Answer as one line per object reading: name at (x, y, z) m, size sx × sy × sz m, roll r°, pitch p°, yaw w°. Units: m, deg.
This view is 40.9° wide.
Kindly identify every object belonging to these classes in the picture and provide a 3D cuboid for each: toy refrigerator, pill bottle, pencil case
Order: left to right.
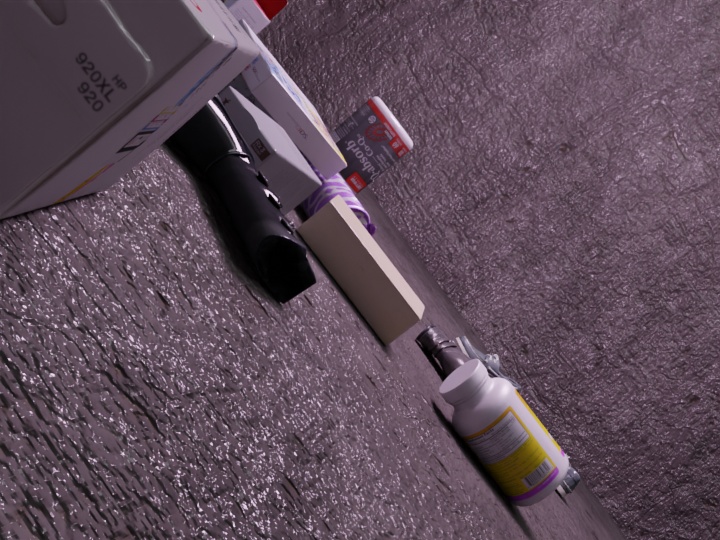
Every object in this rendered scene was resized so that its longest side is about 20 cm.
pencil case at (-0.051, -0.113, 1.472) m, size 0.084 × 0.085 × 0.201 m, roll 10°, pitch 33°, yaw -31°
pill bottle at (-0.013, -0.206, 1.732) m, size 0.116 × 0.199 × 0.116 m, roll 50°, pitch 6°, yaw -7°
toy refrigerator at (0.000, 0.000, 1.330) m, size 0.201 × 0.070 × 0.076 m, roll 52°, pitch 13°, yaw -4°
pill bottle at (0.198, 0.225, 1.361) m, size 0.201 × 0.104 × 0.104 m, roll 52°, pitch 6°, yaw -8°

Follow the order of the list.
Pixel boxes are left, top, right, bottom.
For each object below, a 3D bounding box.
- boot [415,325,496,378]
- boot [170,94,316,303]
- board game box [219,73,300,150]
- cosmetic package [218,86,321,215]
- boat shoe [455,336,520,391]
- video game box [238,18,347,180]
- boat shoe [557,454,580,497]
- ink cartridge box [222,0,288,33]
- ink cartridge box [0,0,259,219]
boot at (0.174, 0.164, 1.707) m, size 0.132 × 0.070 × 0.200 m, roll 50°, pitch 0°, yaw 29°
boot at (-0.125, -0.081, 0.924) m, size 0.165 × 0.065 × 0.201 m, roll 43°, pitch 16°, yaw -49°
board game box at (-0.183, -0.263, 1.450) m, size 0.200 × 0.064 × 0.148 m, roll 47°, pitch 8°, yaw -37°
cosmetic package at (-0.123, -0.139, 1.173) m, size 0.102 × 0.074 × 0.200 m, roll 54°, pitch 8°, yaw 14°
boat shoe at (0.287, 0.214, 2.165) m, size 0.201 × 0.061 × 0.073 m, roll 51°, pitch 6°, yaw -16°
video game box at (-0.111, -0.251, 1.425) m, size 0.200 × 0.047 × 0.183 m, roll 48°, pitch 8°, yaw -41°
boat shoe at (0.451, 0.447, 2.159) m, size 0.073 × 0.062 × 0.200 m, roll 52°, pitch 7°, yaw -1°
ink cartridge box at (-0.244, -0.483, 1.685) m, size 0.201 × 0.175 × 0.084 m, roll 56°, pitch 8°, yaw 37°
ink cartridge box at (-0.164, -0.137, 0.541) m, size 0.148 × 0.144 × 0.200 m, roll 51°, pitch 7°, yaw -7°
